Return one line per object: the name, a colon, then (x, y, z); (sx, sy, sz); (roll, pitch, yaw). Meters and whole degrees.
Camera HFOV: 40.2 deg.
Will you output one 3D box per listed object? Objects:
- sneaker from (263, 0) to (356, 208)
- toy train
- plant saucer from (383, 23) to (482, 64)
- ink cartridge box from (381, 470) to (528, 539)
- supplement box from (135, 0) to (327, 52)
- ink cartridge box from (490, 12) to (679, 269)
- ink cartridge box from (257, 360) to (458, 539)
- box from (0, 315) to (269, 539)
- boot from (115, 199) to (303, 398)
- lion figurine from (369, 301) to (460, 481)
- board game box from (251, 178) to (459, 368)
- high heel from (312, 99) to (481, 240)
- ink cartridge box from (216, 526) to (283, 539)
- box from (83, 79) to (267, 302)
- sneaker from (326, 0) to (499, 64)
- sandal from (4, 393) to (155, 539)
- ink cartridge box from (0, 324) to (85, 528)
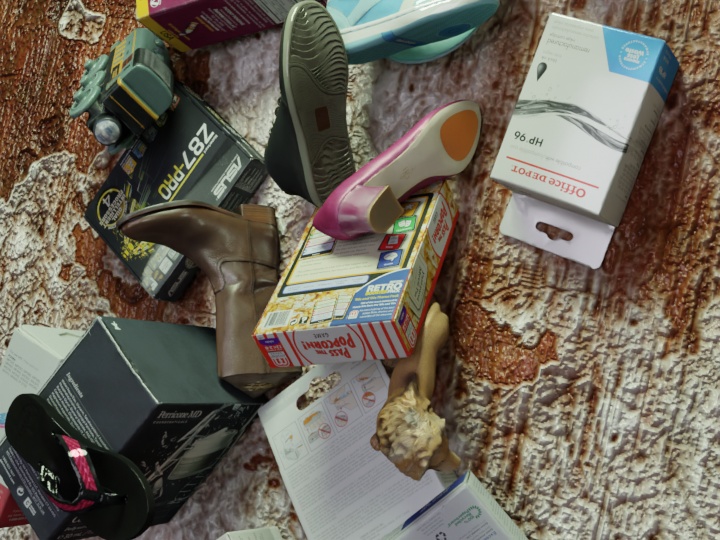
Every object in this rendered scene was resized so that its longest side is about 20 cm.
sneaker: (-0.066, -0.164, 0.992); (0.105, 0.074, 0.204); (15, 115, 53)
toy train: (-0.264, -0.212, 1.125); (0.113, 0.085, 0.201); (-37, 29, 13)
plant saucer: (0.069, -0.311, 1.006); (0.197, 0.036, 0.205); (0, 89, 34)
ink cartridge box: (0.090, 0.320, 0.898); (0.196, 0.043, 0.201); (-41, 89, 17)
supplement box: (-0.145, -0.341, 1.089); (0.196, 0.103, 0.134); (-11, 77, 19)
ink cartridge box: (0.197, -0.117, 0.900); (0.115, 0.068, 0.204); (22, 94, 30)
ink cartridge box: (-0.002, 0.189, 0.982); (0.159, 0.047, 0.202); (-36, 64, 20)
box: (-0.234, 0.164, 1.024); (0.124, 0.199, 0.197); (46, 105, 24)
boot: (-0.155, 0.033, 1.024); (0.064, 0.183, 0.204); (147, 117, -63)
lion figurine: (0.051, 0.095, 0.890); (0.071, 0.123, 0.204); (6, 63, -5)
board game box: (0.000, 0.000, 0.938); (0.149, 0.047, 0.202); (-7, 39, 28)
high heel: (0.038, -0.100, 0.958); (0.095, 0.068, 0.201); (2, 46, 49)
ink cartridge box: (-0.192, 0.330, 0.989); (0.199, 0.175, 0.045); (-37, 67, 19)
box: (-0.215, -0.091, 1.136); (0.161, 0.049, 0.201); (43, 102, 25)
sneaker: (0.039, -0.287, 0.959); (0.197, 0.079, 0.134); (-9, 87, 33)
sandal: (-0.269, 0.183, 0.901); (0.198, 0.045, 0.076); (30, 99, 24)
ink cartridge box: (-0.351, 0.176, 1.117); (0.082, 0.145, 0.203); (26, 95, 27)
